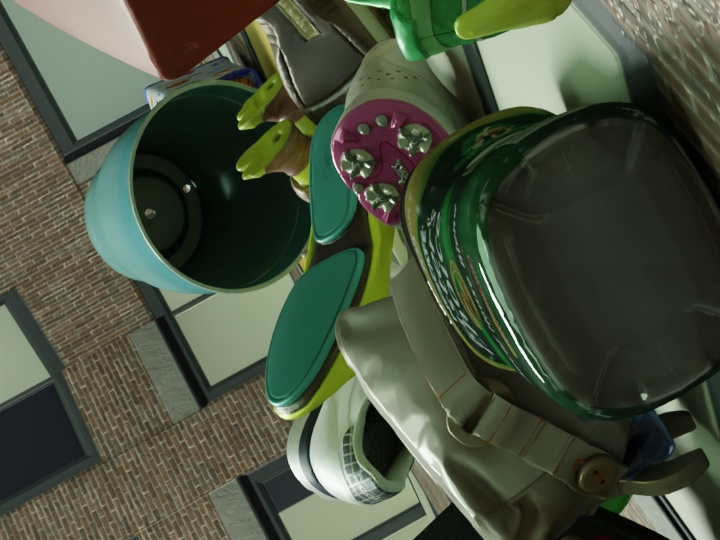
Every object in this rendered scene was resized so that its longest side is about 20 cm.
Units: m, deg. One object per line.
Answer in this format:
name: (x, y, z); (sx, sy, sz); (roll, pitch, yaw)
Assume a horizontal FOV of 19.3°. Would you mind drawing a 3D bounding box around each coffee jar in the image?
coffee jar: (0.073, -0.008, 0.794); (0.104, 0.085, 0.200); (62, 176, -6)

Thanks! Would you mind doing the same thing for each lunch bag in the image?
lunch bag: (-0.131, -0.115, 2.221); (0.170, 0.124, 0.200); (-143, 32, -75)

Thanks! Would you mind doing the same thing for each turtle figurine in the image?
turtle figurine: (-0.001, -0.037, 1.250); (0.161, 0.064, 0.200); (39, -140, -32)

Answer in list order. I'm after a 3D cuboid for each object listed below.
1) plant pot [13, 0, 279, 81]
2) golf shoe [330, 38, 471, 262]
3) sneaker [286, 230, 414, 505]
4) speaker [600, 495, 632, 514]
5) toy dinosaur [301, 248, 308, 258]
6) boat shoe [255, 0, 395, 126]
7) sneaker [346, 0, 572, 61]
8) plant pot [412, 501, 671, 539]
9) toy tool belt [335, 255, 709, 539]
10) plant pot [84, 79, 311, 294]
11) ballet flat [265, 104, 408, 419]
plant pot: (-0.102, -0.209, 0.959); (0.176, 0.200, 0.200); (48, 171, 24)
golf shoe: (0.048, -0.037, 1.106); (0.092, 0.075, 0.200); (-88, -22, -46)
sneaker: (0.029, 0.037, 1.176); (0.076, 0.200, 0.080); (23, 166, -22)
speaker: (0.091, 0.088, 1.161); (0.089, 0.088, 0.200); (62, 176, -10)
toy dinosaur: (0.024, 0.017, 1.569); (0.136, 0.086, 0.200); (-155, 52, -65)
boat shoe: (-0.018, -0.149, 1.171); (0.200, 0.072, 0.076); (55, -145, -39)
sneaker: (0.002, -0.147, 0.755); (0.200, 0.083, 0.074); (58, 175, 44)
plant pot: (0.087, 0.216, 1.007); (0.177, 0.199, 0.200); (40, 165, 31)
toy tool belt: (0.087, 0.061, 0.928); (0.200, 0.123, 0.125); (49, 175, 37)
plant pot: (-0.168, -0.066, 2.032); (0.188, 0.200, 0.200); (-14, 105, 59)
ballet flat: (0.000, 0.000, 1.128); (0.067, 0.067, 0.200); (32, -131, -31)
